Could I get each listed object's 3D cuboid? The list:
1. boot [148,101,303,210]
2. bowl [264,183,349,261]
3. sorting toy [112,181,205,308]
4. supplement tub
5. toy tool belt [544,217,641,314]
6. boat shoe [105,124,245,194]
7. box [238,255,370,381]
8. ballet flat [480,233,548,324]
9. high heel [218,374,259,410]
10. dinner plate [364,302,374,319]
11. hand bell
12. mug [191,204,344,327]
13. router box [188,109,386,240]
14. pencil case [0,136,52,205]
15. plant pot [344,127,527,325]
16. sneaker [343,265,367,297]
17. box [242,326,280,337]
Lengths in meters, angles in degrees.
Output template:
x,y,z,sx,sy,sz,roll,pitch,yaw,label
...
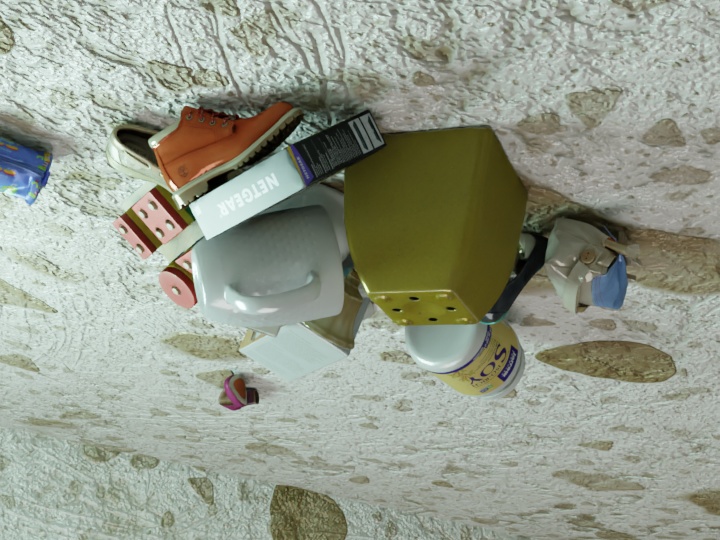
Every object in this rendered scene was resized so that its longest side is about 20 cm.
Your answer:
x,y,z,sx,sy,sz,roll,pitch,yaw,label
-0.167,-0.167,1.387,0.199,0.108,0.075,-29,180,18,boot
-0.098,-0.040,1.624,0.200,0.091,0.201,3,153,2,bowl
-0.249,-0.037,1.607,0.199,0.070,0.200,50,145,-9,sorting toy
0.178,0.125,1.889,0.145,0.146,0.200,-6,154,31,supplement tub
0.333,0.005,1.578,0.122,0.125,0.200,7,160,25,toy tool belt
-0.231,-0.139,1.487,0.199,0.072,0.065,19,157,-12,boat shoe
-0.082,0.068,1.802,0.106,0.153,0.200,33,149,-18,box
0.204,-0.009,1.550,0.073,0.200,0.073,20,135,22,ballet flat
-0.291,0.274,2.506,0.096,0.068,0.200,-7,159,9,high heel
-0.076,0.064,1.990,0.199,0.024,0.200,7,159,3,dinner plate
0.000,0.000,1.610,0.104,0.201,0.104,32,-172,-5,hand bell
-0.117,0.008,1.452,0.174,0.148,0.200,-10,-159,-14,mug
-0.089,-0.115,1.379,0.200,0.052,0.157,-23,-174,44,router box
-0.512,-0.154,1.528,0.199,0.078,0.087,21,177,-32,pencil case
0.088,-0.041,1.442,0.194,0.201,0.194,-1,156,24,plant pot
0.032,-0.004,1.702,0.199,0.082,0.074,0,170,-8,sneaker
-0.169,0.034,1.737,0.068,0.083,0.200,19,-177,-22,box
